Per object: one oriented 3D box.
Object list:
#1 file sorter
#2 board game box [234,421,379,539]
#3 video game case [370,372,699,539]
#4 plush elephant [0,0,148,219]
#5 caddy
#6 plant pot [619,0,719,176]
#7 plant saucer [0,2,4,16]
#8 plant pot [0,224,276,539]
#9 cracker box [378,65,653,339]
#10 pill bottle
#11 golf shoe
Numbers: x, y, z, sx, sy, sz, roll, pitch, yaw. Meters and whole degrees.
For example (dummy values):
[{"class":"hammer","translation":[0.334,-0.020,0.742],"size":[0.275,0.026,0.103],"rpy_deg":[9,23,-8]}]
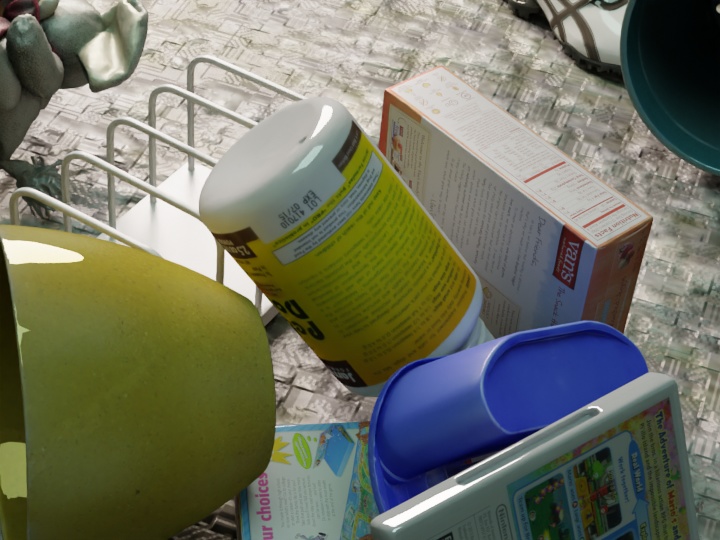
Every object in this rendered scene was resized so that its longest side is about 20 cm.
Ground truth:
[{"class":"file sorter","translation":[-0.117,-0.035,1.044],"size":[0.139,0.125,0.200],"rpy_deg":[26,45,20]},{"class":"board game box","translation":[-0.001,0.170,0.896],"size":[0.134,0.034,0.200],"rpy_deg":[-1,42,-8]},{"class":"video game case","translation":[0.100,0.175,0.789],"size":[0.182,0.201,0.024],"rpy_deg":[-24,23,-28]},{"class":"plush elephant","translation":[-0.242,-0.158,1.110],"size":[0.164,0.200,0.155],"rpy_deg":[-10,41,41]},{"class":"caddy","translation":[0.089,0.108,0.885],"size":[0.200,0.105,0.142],"rpy_deg":[-6,76,-48]},{"class":"plant pot","translation":[0.318,-0.196,1.228],"size":[0.200,0.201,0.188],"rpy_deg":[18,29,13]},{"class":"plant saucer","translation":[-0.353,-0.167,1.231],"size":[0.200,0.035,0.201],"rpy_deg":[4,42,-3]},{"class":"plant pot","translation":[-0.127,0.071,0.878],"size":[0.142,0.200,0.200],"rpy_deg":[-3,42,-18]},{"class":"cracker box","translation":[0.094,-0.028,1.050],"size":[0.058,0.134,0.200],"rpy_deg":[-26,51,-31]},{"class":"pill bottle","translation":[0.000,0.000,0.959],"size":[0.109,0.200,0.109],"rpy_deg":[-32,25,17]},{"class":"golf shoe","translation":[0.189,-0.238,1.322],"size":[0.078,0.095,0.200],"rpy_deg":[-29,54,-34]}]
